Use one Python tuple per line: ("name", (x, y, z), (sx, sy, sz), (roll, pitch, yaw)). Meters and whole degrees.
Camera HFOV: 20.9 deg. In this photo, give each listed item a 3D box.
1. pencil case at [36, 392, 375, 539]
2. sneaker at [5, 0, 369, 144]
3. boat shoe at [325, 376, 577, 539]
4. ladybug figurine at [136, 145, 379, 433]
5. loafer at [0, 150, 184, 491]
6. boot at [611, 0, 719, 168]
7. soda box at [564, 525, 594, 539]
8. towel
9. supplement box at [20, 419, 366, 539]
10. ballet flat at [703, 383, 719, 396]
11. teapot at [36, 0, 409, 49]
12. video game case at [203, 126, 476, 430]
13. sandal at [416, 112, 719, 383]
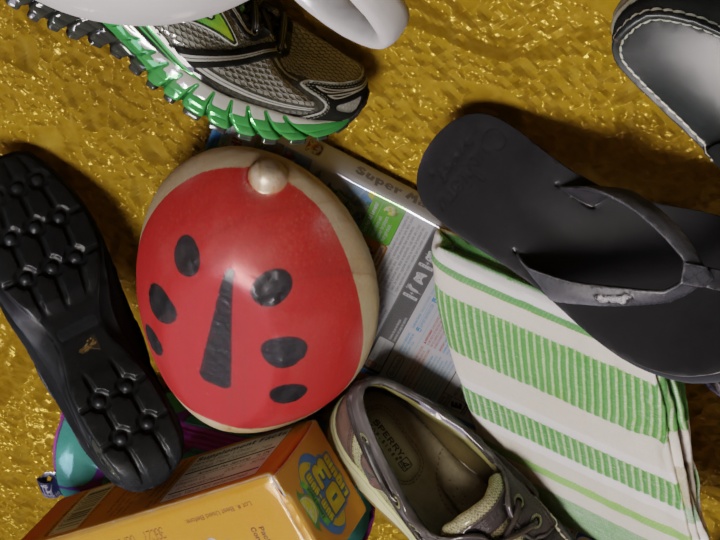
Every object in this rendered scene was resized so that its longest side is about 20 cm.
("pencil case", (-0.088, 0.115, 1.162), (0.200, 0.085, 0.092), (8, 149, 22))
("sneaker", (-0.077, -0.127, 0.896), (0.200, 0.078, 0.085), (29, 114, -20))
("boat shoe", (0.060, 0.135, 1.045), (0.200, 0.073, 0.065), (40, 165, 8))
("ladybug figurine", (-0.061, 0.018, 1.021), (0.135, 0.072, 0.200), (19, 140, 12))
("loafer", (-0.159, 0.030, 1.079), (0.201, 0.068, 0.070), (63, 164, 6))
("boot", (0.177, -0.021, 0.800), (0.203, 0.154, 0.073), (33, 141, -8))
("soda box", (0.066, 0.196, 1.172), (0.063, 0.070, 0.200), (36, 141, -9))
("towel", (0.110, 0.073, 0.993), (0.152, 0.023, 0.200), (23, 148, 37))
("supplement box", (-0.098, 0.147, 1.092), (0.200, 0.069, 0.067), (-18, 107, 34))
("ballet flat", (0.243, 0.060, 0.922), (0.200, 0.072, 0.072), (2, 135, 29))
("teapot", (-0.085, -0.184, 0.784), (0.197, 0.201, 0.146), (-6, 179, -5))
("video game case", (0.000, 0.000, 1.038), (0.200, 0.018, 0.143), (27, 142, 0))
("sandal", (0.105, -0.010, 0.880), (0.200, 0.076, 0.043), (27, 176, 28))
